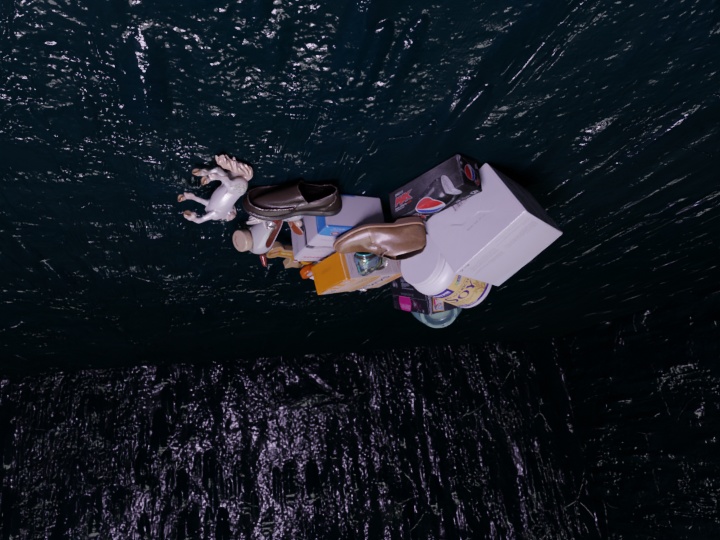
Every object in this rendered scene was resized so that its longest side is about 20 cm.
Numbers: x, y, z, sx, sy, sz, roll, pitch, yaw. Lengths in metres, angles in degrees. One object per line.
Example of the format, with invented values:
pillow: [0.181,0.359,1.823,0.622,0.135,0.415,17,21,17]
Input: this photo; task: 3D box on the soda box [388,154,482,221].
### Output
soda box: [0.149,-0.160,1.063,0.063,0.071,0.200,9,157,-39]

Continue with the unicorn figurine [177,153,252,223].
unicorn figurine: [-0.269,-0.136,0.972,0.200,0.074,0.137,-27,165,35]

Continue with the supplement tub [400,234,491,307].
supplement tub: [0.210,0.001,1.252,0.200,0.146,0.145,20,150,-38]

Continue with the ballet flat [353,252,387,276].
ballet flat: [0.061,-0.044,1.189,0.200,0.074,0.074,-27,176,-34]

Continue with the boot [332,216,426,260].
boot: [0.042,-0.055,1.084,0.199,0.076,0.074,-12,160,3]

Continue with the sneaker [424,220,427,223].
sneaker: [0.166,-0.089,1.293,0.199,0.077,0.081,-5,162,-10]

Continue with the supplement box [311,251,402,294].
supplement box: [0.000,0.000,1.252,0.200,0.074,0.126,-6,165,-39]

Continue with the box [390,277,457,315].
box: [0.181,0.043,1.466,0.114,0.133,0.200,-11,-173,-25]

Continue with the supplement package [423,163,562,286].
supplement package: [0.285,-0.091,1.112,0.191,0.147,0.200,-44,146,25]

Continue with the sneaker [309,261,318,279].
sneaker: [-0.056,-0.020,1.418,0.200,0.081,0.070,-11,162,-1]

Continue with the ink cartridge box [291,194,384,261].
ink cartridge box: [-0.057,-0.093,1.176,0.144,0.085,0.200,1,160,-29]

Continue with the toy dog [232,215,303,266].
toy dog: [-0.192,-0.073,1.130,0.132,0.097,0.200,-25,-179,-30]

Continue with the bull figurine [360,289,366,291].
bull figurine: [0.003,0.017,1.578,0.200,0.065,0.121,-21,155,40]

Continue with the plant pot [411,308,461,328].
plant pot: [0.243,0.100,1.651,0.199,0.134,0.201,1,120,1]

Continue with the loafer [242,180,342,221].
loafer: [-0.133,-0.149,1.019,0.199,0.073,0.071,-5,149,-12]

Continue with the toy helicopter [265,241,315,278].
toy helicopter: [-0.155,-0.049,1.287,0.132,0.079,0.200,-37,158,27]
